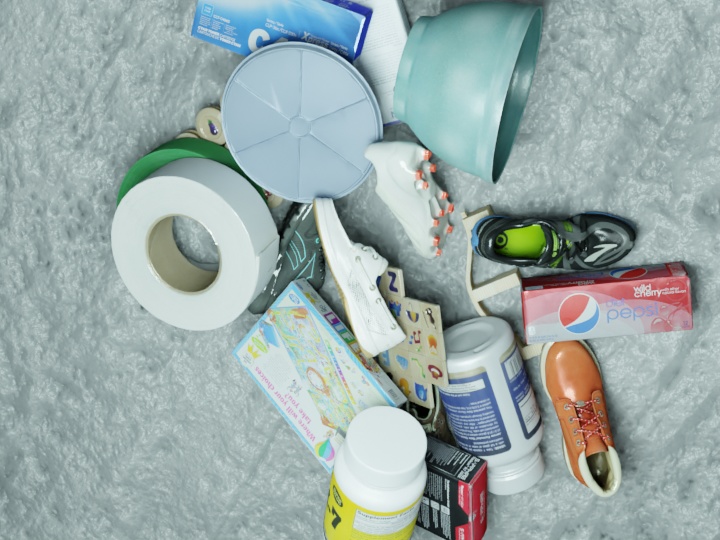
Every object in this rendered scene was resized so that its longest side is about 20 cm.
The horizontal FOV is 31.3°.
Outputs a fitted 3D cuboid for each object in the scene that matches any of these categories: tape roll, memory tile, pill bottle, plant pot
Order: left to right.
[{"bbox_3d":[-0.212,-0.064,1.624,0.197,0.048,0.203,9,117,18],"label":"tape roll"},{"bbox_3d":[-0.201,-0.031,1.566,0.199,0.071,0.206,9,115,18],"label":"tape roll"},{"bbox_3d":[-0.134,-0.152,1.588,0.199,0.017,0.154,-36,96,35],"label":"memory tile"},{"bbox_3d":[0.019,0.260,1.526,0.113,0.115,0.202,18,135,8],"label":"pill bottle"},{"bbox_3d":[0.114,-0.212,1.441,0.132,0.200,0.203,16,109,11],"label":"plant pot"},{"bbox_3d":[0.161,0.169,1.578,0.109,0.111,0.202,-14,111,17],"label":"pill bottle"}]

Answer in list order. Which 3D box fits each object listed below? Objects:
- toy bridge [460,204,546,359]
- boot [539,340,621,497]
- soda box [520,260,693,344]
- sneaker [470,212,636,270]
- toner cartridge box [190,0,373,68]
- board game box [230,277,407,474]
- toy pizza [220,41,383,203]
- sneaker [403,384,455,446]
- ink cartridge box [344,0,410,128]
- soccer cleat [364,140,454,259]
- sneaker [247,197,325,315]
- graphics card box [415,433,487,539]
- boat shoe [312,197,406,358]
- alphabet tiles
[{"bbox_3d":[0.166,0.018,1.583,0.066,0.027,0.202,-22,100,19],"label":"toy bridge"},{"bbox_3d":[0.273,0.174,1.555,0.074,0.107,0.203,-17,102,1],"label":"boot"},{"bbox_3d":[0.291,0.039,1.526,0.197,0.063,0.071,-6,104,7],"label":"soda box"},{"bbox_3d":[0.230,-0.029,1.515,0.196,0.083,0.072,1,105,-6],"label":"sneaker"},{"bbox_3d":[-0.093,-0.289,1.501,0.197,0.043,0.096,20,114,5],"label":"toner cartridge box"},{"bbox_3d":[-0.053,0.130,1.583,0.201,0.034,0.135,49,115,12],"label":"board game box"},{"bbox_3d":[-0.068,-0.174,1.509,0.197,0.032,0.203,7,120,11],"label":"toy pizza"},{"bbox_3d":[0.078,0.196,1.630,0.069,0.076,0.203,-4,104,14],"label":"sneaker"},{"bbox_3d":[-0.032,-0.261,1.544,0.197,0.041,0.203,-12,107,17],"label":"ink cartridge box"},{"bbox_3d":[0.060,-0.087,1.524,0.077,0.070,0.201,14,151,25],"label":"soccer cleat"},{"bbox_3d":[-0.073,-0.023,1.617,0.078,0.076,0.202,23,116,-9],"label":"sneaker"},{"bbox_3d":[0.066,0.258,1.611,0.198,0.051,0.127,20,135,28],"label":"graphics card box"},{"bbox_3d":[0.000,0.000,1.534,0.068,0.071,0.203,-21,99,1],"label":"boat shoe"},{"bbox_3d":[0.039,0.076,1.574,0.199,0.007,0.170,13,114,53],"label":"alphabet tiles"}]
